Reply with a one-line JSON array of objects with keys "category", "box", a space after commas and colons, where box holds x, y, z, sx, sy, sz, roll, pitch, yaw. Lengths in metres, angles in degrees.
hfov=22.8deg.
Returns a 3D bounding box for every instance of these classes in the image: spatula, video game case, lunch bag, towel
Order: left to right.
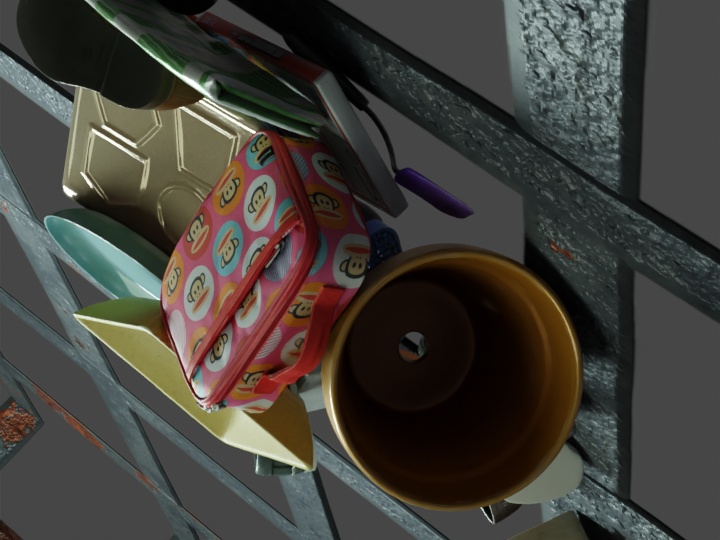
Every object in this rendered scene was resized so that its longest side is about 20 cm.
[{"category": "towel", "box": [-0.130, -0.171, 1.333, 0.200, 0.024, 0.152, 41, -165, 30]}, {"category": "lunch bag", "box": [-0.072, 0.012, 1.387, 0.081, 0.201, 0.177, 11, -142, -35]}, {"category": "video game case", "box": [-0.049, -0.127, 1.429, 0.200, 0.017, 0.143, 32, 159, 51]}, {"category": "spatula", "box": [0.010, -0.110, 1.369, 0.200, 0.021, 0.057, 49, 167, -3]}]

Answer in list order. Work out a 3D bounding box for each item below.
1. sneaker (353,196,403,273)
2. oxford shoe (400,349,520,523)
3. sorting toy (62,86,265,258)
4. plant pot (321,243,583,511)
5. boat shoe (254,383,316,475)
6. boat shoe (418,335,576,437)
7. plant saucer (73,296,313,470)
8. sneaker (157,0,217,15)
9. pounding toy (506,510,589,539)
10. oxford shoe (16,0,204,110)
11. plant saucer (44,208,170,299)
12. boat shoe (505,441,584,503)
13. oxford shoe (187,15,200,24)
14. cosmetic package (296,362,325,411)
[{"category": "sneaker", "box": [0.000, 0.000, 1.573, 0.078, 0.070, 0.201, 43, 160, 29]}, {"category": "oxford shoe", "box": [0.079, 0.153, 1.689, 0.200, 0.073, 0.071, 42, 162, 7]}, {"category": "sorting toy", "box": [-0.164, -0.096, 1.492, 0.184, 0.036, 0.201, 31, 135, 18]}, {"category": "plant pot", "box": [0.058, 0.072, 1.436, 0.200, 0.200, 0.183, 48, 177, -13]}, {"category": "boat shoe", "box": [-0.095, 0.102, 1.690, 0.073, 0.061, 0.202, 100, 155, -62]}, {"category": "boat shoe", "box": [0.112, 0.108, 1.556, 0.202, 0.074, 0.065, 26, 136, 60]}, {"category": "plant saucer", "box": [-0.138, 0.087, 1.568, 0.200, 0.049, 0.199, 43, 163, -22]}, {"category": "sneaker", "box": [-0.107, -0.228, 1.279, 0.088, 0.074, 0.200, 41, 162, 13]}, {"category": "pounding toy", "box": [0.195, 0.341, 1.733, 0.185, 0.198, 0.143, 65, 180, -48]}, {"category": "oxford shoe", "box": [-0.198, -0.171, 1.399, 0.199, 0.072, 0.071, 34, -163, 34]}, {"category": "plant saucer", "box": [-0.193, 0.006, 1.587, 0.199, 0.028, 0.200, 34, 164, 11]}, {"category": "boat shoe", "box": [0.101, 0.167, 1.621, 0.069, 0.198, 0.073, -88, -4, -72]}, {"category": "oxford shoe", "box": [-0.187, -0.226, 1.464, 0.073, 0.071, 0.201, 32, 159, 45]}, {"category": "cosmetic package", "box": [-0.047, 0.072, 1.747, 0.200, 0.073, 0.103, 116, 139, -71]}]
